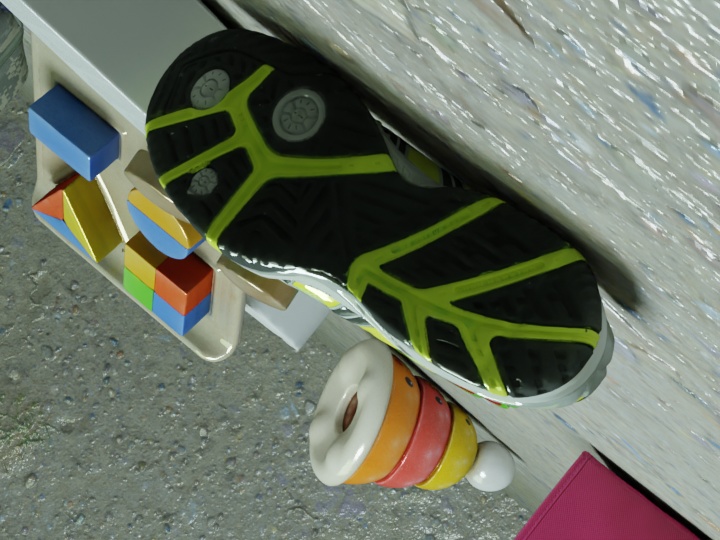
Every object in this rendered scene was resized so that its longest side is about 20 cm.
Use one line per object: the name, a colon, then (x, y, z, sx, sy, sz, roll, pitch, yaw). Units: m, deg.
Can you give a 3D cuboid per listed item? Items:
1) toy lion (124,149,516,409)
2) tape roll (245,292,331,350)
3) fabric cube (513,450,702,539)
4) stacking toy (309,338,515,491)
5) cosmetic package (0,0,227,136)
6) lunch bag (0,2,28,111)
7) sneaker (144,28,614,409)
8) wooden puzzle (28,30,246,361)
toy lion: (0.000, 0.000, 0.942, 0.191, 0.069, 0.200, 30, 172, 26)
tape roll: (-0.097, -0.033, 1.329, 0.202, 0.071, 0.202, 39, 175, 4)
fabric cube: (0.177, 0.271, 1.212, 0.199, 0.200, 0.196, 37, 174, 26)
stacking toy: (0.062, 0.163, 1.832, 0.199, 0.147, 0.146, 22, -178, -21)
cosmetic package: (-0.083, -0.088, 0.756, 0.200, 0.051, 0.082, 43, 173, -36)
lunch bag: (-0.346, -0.194, 1.385, 0.199, 0.140, 0.168, 36, 158, 13)
sneaker: (0.002, -0.011, 0.659, 0.200, 0.076, 0.076, 40, 176, 26)
wooden puzzle: (-0.146, -0.045, 1.187, 0.185, 0.046, 0.201, 39, 146, 16)
